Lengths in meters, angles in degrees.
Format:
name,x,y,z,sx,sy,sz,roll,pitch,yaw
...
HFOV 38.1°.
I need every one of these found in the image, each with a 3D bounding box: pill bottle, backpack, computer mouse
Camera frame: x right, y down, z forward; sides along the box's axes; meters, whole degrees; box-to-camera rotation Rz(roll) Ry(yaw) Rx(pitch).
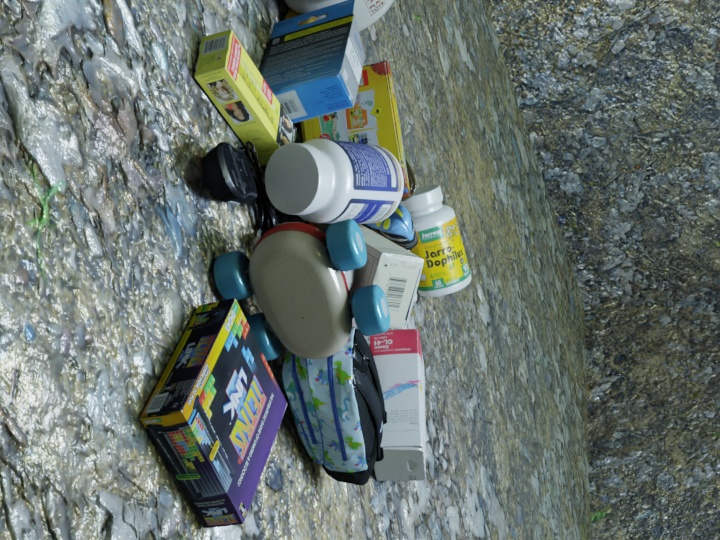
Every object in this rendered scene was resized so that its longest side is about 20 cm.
name,x,y,z,sx,sy,sz,roll,pitch,yaw
pill bottle,0.140,-0.059,2.024,0.113,0.112,0.201,-47,124,-66
pill bottle,-0.036,-0.123,1.449,0.199,0.115,0.117,-3,81,-56
backpack,-0.031,0.166,1.408,0.201,0.153,0.164,97,3,-50
computer mouse,-0.156,-0.093,1.336,0.200,0.046,0.141,-47,120,-80

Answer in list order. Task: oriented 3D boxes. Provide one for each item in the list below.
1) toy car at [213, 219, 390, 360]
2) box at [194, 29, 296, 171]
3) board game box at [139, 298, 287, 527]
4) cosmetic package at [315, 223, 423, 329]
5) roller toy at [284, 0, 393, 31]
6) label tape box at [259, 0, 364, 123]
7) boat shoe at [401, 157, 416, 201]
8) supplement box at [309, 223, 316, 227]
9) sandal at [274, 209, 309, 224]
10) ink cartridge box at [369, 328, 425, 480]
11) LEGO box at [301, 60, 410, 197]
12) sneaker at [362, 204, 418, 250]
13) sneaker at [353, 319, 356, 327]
name,x,y,z,sx,sy,sz,roll,pitch,yaw
toy car,-0.064,-0.003,1.346,0.200,0.183,0.178,-77,149,-63
box,-0.152,-0.226,1.407,0.200,0.050,0.076,55,31,-48
board game box,-0.158,0.157,1.172,0.200,0.056,0.166,-72,144,-54
cosmetic package,0.000,0.000,1.452,0.071,0.200,0.106,8,104,-30
roller toy,-0.038,-0.464,1.655,0.140,0.181,0.201,58,28,-45
label tape box,-0.071,-0.305,1.534,0.201,0.143,0.063,-80,151,-45
boat shoe,0.016,-0.181,1.682,0.200,0.072,0.068,43,-2,15
supplement box,-0.013,-0.020,1.652,0.200,0.066,0.069,39,43,-60
sandal,-0.091,-0.065,1.487,0.201,0.048,0.076,-77,149,-51
ink cartridge box,0.060,0.214,1.647,0.148,0.085,0.201,80,11,-58
LEGO box,-0.011,-0.208,1.616,0.077,0.148,0.202,54,27,-75
sneaker,0.026,-0.078,1.674,0.199,0.071,0.083,32,-22,55
sneaker,0.003,0.071,1.592,0.200,0.104,0.076,3,75,-71
